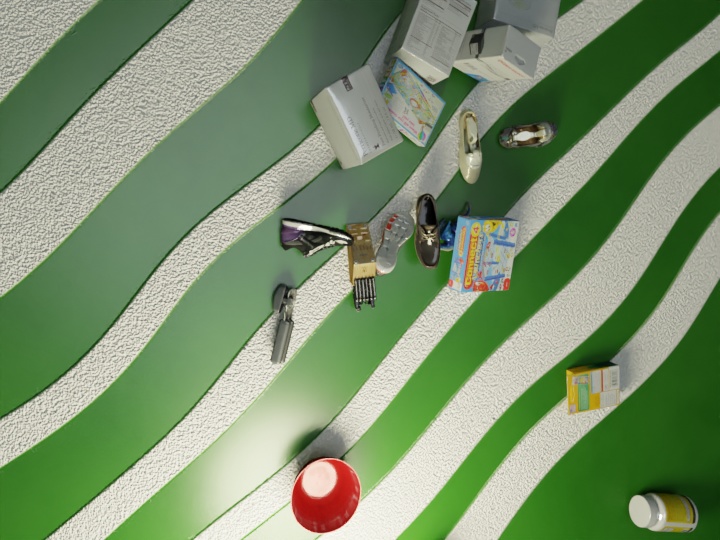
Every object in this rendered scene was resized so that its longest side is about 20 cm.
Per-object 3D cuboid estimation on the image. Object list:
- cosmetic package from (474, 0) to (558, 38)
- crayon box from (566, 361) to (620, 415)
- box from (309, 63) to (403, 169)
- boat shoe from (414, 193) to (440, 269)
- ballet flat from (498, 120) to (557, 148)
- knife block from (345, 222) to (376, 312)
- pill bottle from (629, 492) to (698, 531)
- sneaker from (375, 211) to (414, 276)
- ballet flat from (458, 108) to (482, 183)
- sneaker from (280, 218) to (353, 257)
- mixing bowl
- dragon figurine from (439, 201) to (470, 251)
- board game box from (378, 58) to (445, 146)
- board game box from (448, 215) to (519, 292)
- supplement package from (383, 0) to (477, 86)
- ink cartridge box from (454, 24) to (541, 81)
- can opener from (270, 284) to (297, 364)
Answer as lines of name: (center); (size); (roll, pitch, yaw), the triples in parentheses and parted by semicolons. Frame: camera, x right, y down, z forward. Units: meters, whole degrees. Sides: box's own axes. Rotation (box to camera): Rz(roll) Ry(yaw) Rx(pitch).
cosmetic package: (0.437, -0.747, 1.640); (0.193, 0.123, 0.208); (9, 95, -17)
crayon box: (0.716, 0.367, 1.873); (0.193, 0.051, 0.131); (-6, 97, -17)
box: (-0.014, -0.378, 1.501); (0.128, 0.199, 0.203); (-30, 103, -11)
boat shoe: (0.178, -0.108, 1.615); (0.072, 0.073, 0.208); (-7, 86, 6)
ballet flat: (0.497, -0.389, 1.721); (0.194, 0.072, 0.075); (-12, 99, -15)
knife block: (0.000, 0.000, 1.622); (0.062, 0.205, 0.178); (-5, 142, -9)
pill bottle: (0.995, 0.796, 1.967); (0.193, 0.114, 0.119); (10, 93, -17)
sneaker: (0.082, -0.073, 1.635); (0.076, 0.082, 0.203); (31, 65, -2)
ballet flat: (0.309, -0.347, 1.671); (0.067, 0.069, 0.208); (-10, 99, -15)
sneaker: (-0.114, -0.074, 1.562); (0.193, 0.076, 0.091); (12, 100, 5)
mixing bowl: (-0.102, 0.589, 1.622); (0.193, 0.108, 0.208); (-2, 96, -15)
dragon figurine: (0.249, -0.111, 1.680); (0.097, 0.059, 0.206); (21, 91, -18)
board game box: (0.128, -0.445, 1.593); (0.197, 0.034, 0.138); (30, 86, -35)
board game box: (0.347, -0.046, 1.677); (0.191, 0.055, 0.207); (-3, 105, -34)
supplement package: (0.179, -0.620, 1.559); (0.147, 0.151, 0.206); (22, 89, -17)
ink cartridge box: (0.350, -0.566, 1.571); (0.142, 0.198, 0.087); (14, 94, -37)
can opener: (-0.212, 0.142, 1.583); (0.065, 0.053, 0.207); (15, 92, 15)
